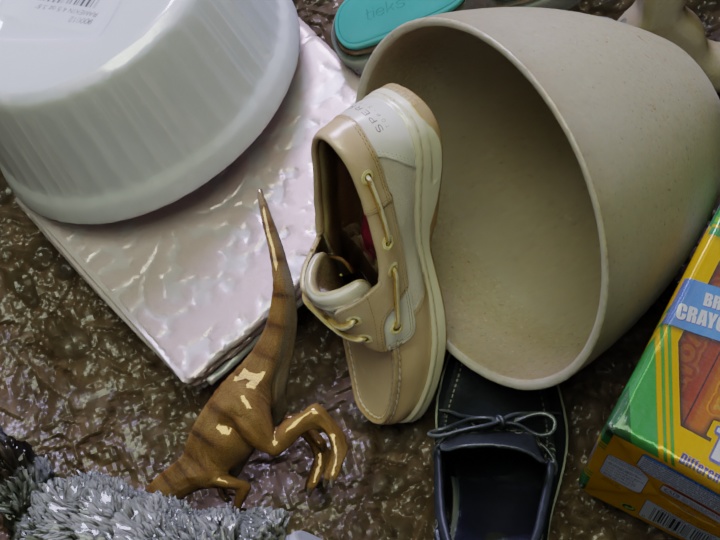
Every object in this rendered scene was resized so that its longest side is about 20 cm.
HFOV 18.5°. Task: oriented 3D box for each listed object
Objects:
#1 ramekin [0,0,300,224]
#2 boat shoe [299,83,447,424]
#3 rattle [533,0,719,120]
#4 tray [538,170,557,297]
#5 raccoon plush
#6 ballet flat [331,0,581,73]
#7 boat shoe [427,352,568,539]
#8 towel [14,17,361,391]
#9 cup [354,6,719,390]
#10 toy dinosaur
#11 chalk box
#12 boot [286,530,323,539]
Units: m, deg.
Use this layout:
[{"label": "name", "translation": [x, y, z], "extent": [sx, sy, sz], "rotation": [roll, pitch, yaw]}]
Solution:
[{"label": "ramekin", "translation": [-0.143, -0.135, 1.275], "extent": [0.199, 0.098, 0.202], "rotation": [-16, 47, 17]}, {"label": "boat shoe", "translation": [0.000, 0.000, 1.179], "extent": [0.069, 0.201, 0.074], "rotation": [-22, 35, -32]}, {"label": "rattle", "translation": [0.181, -0.172, 1.281], "extent": [0.199, 0.130, 0.144], "rotation": [-21, 59, 18]}, {"label": "tray", "translation": [0.060, -0.064, 1.289], "extent": [0.106, 0.022, 0.202], "rotation": [-3, 66, 7]}, {"label": "raccoon plush", "translation": [-0.133, 0.129, 1.128], "extent": [0.199, 0.134, 0.097], "rotation": [35, 51, -11]}, {"label": "ballet flat", "translation": [0.076, -0.157, 1.249], "extent": [0.199, 0.064, 0.068], "rotation": [-19, 59, 29]}, {"label": "boat shoe", "translation": [0.073, 0.101, 1.179], "extent": [0.074, 0.062, 0.201], "rotation": [2, 51, 6]}, {"label": "towel", "translation": [-0.077, -0.051, 1.287], "extent": [0.200, 0.032, 0.191], "rotation": [-40, 59, -7]}, {"label": "cup", "translation": [0.111, -0.057, 1.178], "extent": [0.143, 0.201, 0.201], "rotation": [-24, 61, -32]}, {"label": "toy dinosaur", "translation": [-0.056, 0.073, 1.192], "extent": [0.106, 0.060, 0.201], "rotation": [28, 101, -10]}, {"label": "chalk box", "translation": [0.215, 0.041, 1.151], "extent": [0.124, 0.124, 0.201], "rotation": [27, 73, 7]}, {"label": "boot", "translation": [0.019, 0.228, 1.150], "extent": [0.199, 0.074, 0.096], "rotation": [34, 96, 16]}]
